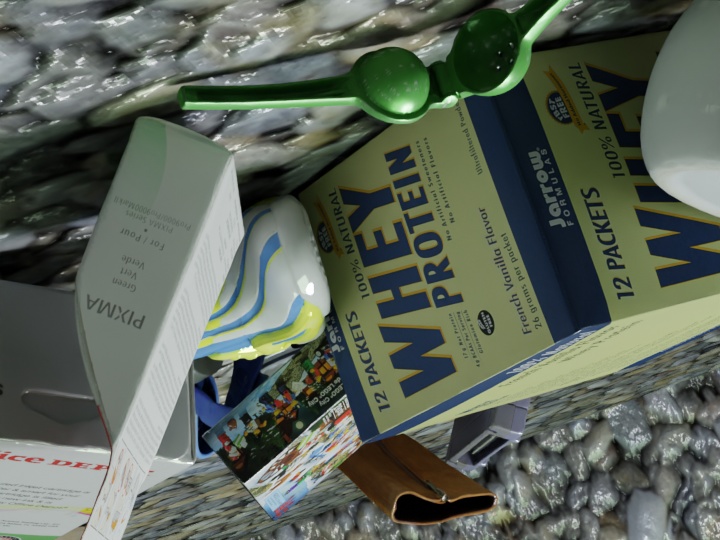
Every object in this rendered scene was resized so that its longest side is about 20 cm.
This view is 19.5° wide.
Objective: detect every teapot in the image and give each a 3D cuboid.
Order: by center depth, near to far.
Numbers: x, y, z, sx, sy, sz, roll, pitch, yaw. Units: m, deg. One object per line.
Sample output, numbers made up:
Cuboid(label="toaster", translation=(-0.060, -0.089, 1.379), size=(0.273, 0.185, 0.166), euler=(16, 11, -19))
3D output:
Cuboid(label="teapot", translation=(0.220, -0.092, 0.908), size=(0.197, 0.147, 0.200), euler=(16, 175, -20))

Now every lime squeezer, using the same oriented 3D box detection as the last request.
Cuboid(label="lime squeezer", translation=(0.028, -0.086, 0.856), size=(0.199, 0.038, 0.071), euler=(-19, 170, 5))

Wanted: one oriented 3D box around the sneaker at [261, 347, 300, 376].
Cuboid(label="sneaker", translation=(0.014, 0.063, 1.508), size=(0.199, 0.071, 0.073), euler=(-16, 169, -18))

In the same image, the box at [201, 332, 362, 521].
Cuboid(label="box", translation=(-0.020, 0.080, 1.237), size=(0.137, 0.038, 0.200), euler=(-41, 169, -6))

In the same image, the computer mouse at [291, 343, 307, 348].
Cuboid(label="computer mouse", translation=(0.000, 0.000, 1.226), size=(0.109, 0.044, 0.200), euler=(-23, 168, -3))

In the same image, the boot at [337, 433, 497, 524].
Cuboid(label="boot", translation=(0.033, 0.128, 1.624), size=(0.188, 0.069, 0.200), euler=(6, -164, -46))

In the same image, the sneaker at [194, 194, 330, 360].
Cuboid(label="sneaker", translation=(-0.082, 0.018, 1.090), size=(0.105, 0.076, 0.200), euler=(-16, 170, -16))

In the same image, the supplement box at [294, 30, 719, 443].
Cuboid(label="supplement box", translation=(0.105, -0.020, 1.064), size=(0.199, 0.135, 0.200), euler=(-13, 168, -34))

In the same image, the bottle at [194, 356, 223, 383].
Cuboid(label="bottle", translation=(-0.168, 0.075, 1.252), size=(0.200, 0.066, 0.083), euler=(-26, 167, 31))

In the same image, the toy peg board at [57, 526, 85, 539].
Cuboid(label="toy peg board", translation=(-0.373, 0.351, 2.230), size=(0.199, 0.098, 0.200), euler=(-22, 170, 15))

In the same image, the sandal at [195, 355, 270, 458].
Cuboid(label="sandal", translation=(-0.114, 0.081, 1.335), size=(0.079, 0.087, 0.200), euler=(-14, 170, -40))

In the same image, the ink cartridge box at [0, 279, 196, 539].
Cuboid(label="ink cartridge box", translation=(-0.192, 0.078, 1.069), size=(0.144, 0.084, 0.200), euler=(10, 155, -31))

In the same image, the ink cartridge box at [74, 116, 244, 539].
Cuboid(label="ink cartridge box", translation=(-0.107, 0.048, 0.913), size=(0.050, 0.201, 0.161), euler=(22, 169, 3))

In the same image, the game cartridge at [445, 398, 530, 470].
Cuboid(label="game cartridge", translation=(0.111, 0.081, 1.650), size=(0.038, 0.130, 0.200), euler=(19, 165, -3))
